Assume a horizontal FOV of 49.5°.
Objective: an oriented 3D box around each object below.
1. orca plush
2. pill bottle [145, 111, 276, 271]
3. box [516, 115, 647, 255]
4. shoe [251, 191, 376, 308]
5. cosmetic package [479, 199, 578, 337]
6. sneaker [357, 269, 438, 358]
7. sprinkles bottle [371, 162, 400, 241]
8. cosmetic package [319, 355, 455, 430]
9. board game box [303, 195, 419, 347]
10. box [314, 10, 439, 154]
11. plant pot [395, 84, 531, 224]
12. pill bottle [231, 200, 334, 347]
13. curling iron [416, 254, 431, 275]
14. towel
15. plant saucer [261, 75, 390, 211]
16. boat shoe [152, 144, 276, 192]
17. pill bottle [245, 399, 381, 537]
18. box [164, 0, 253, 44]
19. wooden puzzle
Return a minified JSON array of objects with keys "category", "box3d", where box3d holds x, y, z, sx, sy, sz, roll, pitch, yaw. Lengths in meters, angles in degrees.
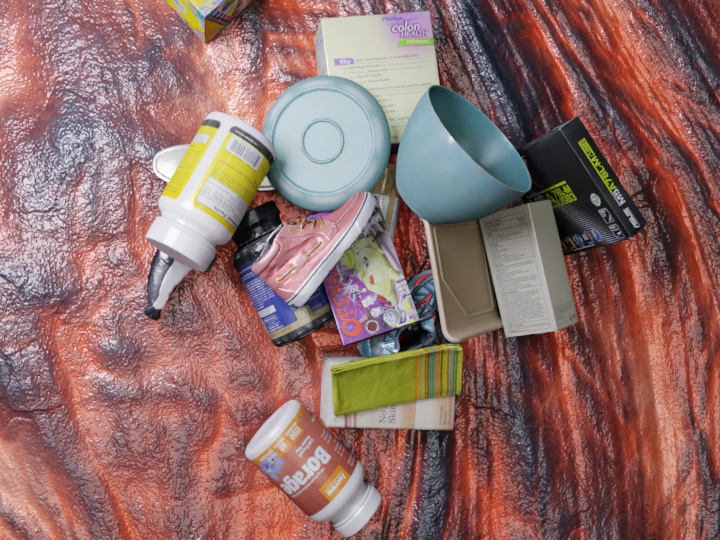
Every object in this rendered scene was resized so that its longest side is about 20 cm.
[{"category":"orca plush","box3d":[-0.281,-0.022,1.186,0.105,0.071,0.202,24,87,-53]},{"category":"pill bottle","box3d":[-0.211,-0.109,1.095,0.114,0.114,0.201,29,78,-8]},{"category":"box","box3d":[0.326,-0.124,1.220,0.047,0.200,0.194,-38,95,-16]},{"category":"shoe","box3d":[-0.066,-0.051,1.103,0.091,0.071,0.201,40,78,-14]},{"category":"cosmetic package","box3d":[0.267,-0.002,1.244,0.073,0.103,0.202,-11,90,-44]},{"category":"sneaker","box3d":[0.092,0.079,1.201,0.200,0.095,0.080,-42,133,-23]},{"category":"sprinkles bottle","box3d":[0.023,-0.066,1.228,0.067,0.068,0.202,12,85,-10]},{"category":"cosmetic package","box3d":[0.041,0.189,1.209,0.198,0.087,0.105,2,89,-10]},{"category":"board game box","box3d":[0.000,0.000,1.156,0.119,0.032,0.202,-19,76,-2]},{"category":"box","box3d":[0.028,-0.287,1.225,0.174,0.097,0.203,-8,90,-10]},{"category":"plant pot","box3d":[0.127,-0.146,1.123,0.200,0.200,0.135,43,119,-6]},{"category":"pill bottle","box3d":[-0.123,0.003,1.175,0.111,0.112,0.202,-27,93,-10]},{"category":"curling iron","box3d":[0.101,-0.011,1.260,0.050,0.026,0.200,42,81,-10]},{"category":"towel","box3d":[0.056,0.161,1.144,0.198,0.018,0.087,-9,114,-11]},{"category":"plant saucer","box3d":[-0.055,-0.189,1.151,0.198,0.027,0.203,0,91,8]},{"category":"boat shoe","box3d":[-0.214,-0.151,1.191,0.198,0.062,0.076,-2,85,-13]},{"category":"pill bottle","box3d":[-0.067,0.300,1.172,0.200,0.112,0.112,44,81,-6]},{"category":"box","box3d":[-0.234,-0.495,1.173,0.200,0.122,0.193,45,80,-6]},{"category":"wooden puzzle","box3d":[0.154,0.004,1.216,0.037,0.184,0.202,-16,86,34]}]
